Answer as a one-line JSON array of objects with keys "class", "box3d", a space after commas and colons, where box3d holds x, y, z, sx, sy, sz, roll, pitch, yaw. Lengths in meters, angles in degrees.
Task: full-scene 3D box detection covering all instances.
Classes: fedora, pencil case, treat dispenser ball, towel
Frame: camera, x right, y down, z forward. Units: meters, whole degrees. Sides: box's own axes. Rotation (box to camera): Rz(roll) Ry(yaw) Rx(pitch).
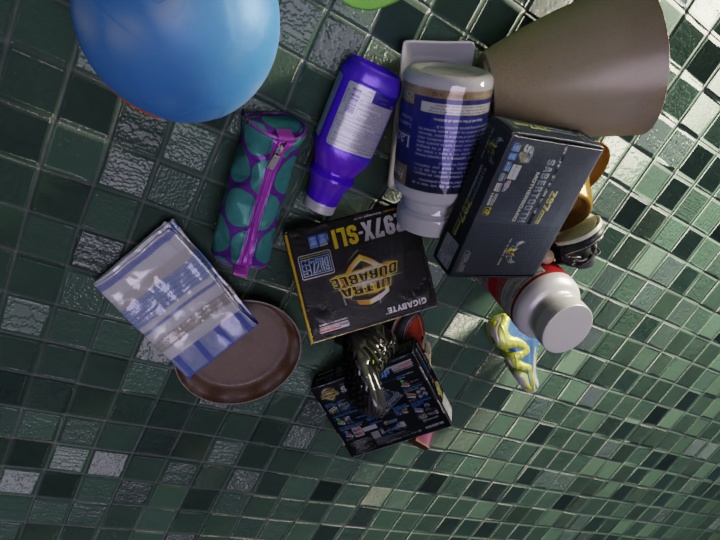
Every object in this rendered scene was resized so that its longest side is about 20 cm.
[{"class": "fedora", "box3d": [0.282, -0.109, 0.859, 0.195, 0.084, 0.201, -9, 158, -4]}, {"class": "pencil case", "box3d": [-0.134, -0.101, 0.756, 0.083, 0.093, 0.203, 8, 119, -24]}, {"class": "treat dispenser ball", "box3d": [-0.177, -0.250, 0.576, 0.196, 0.202, 0.205, -9, 124, -14]}, {"class": "towel", "box3d": [-0.255, 0.046, 0.821, 0.146, 0.024, 0.201, -35, 113, 5]}]

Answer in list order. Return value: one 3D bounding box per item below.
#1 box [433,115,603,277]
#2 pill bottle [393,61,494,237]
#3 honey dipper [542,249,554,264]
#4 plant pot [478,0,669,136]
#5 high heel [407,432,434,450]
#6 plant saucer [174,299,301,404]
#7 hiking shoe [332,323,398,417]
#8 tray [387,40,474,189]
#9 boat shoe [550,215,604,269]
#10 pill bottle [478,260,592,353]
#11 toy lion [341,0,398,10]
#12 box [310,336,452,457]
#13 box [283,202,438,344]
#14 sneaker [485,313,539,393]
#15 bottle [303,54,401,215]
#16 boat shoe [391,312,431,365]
[{"class": "box", "box3d": [0.197, -0.085, 0.747, 0.154, 0.051, 0.203, 0, 127, -30]}, {"class": "pill bottle", "box3d": [0.101, -0.155, 0.758, 0.113, 0.116, 0.205, -4, 118, -17]}, {"class": "honey dipper", "box3d": [0.207, -0.073, 0.860, 0.199, 0.038, 0.038, 39, 105, -10]}, {"class": "plant pot", "box3d": [0.260, -0.257, 0.765, 0.195, 0.189, 0.191, -9, 126, 4]}, {"class": "high heel", "box3d": [0.068, 0.246, 1.092, 0.199, 0.098, 0.067, 39, 147, -22]}, {"class": "plant saucer", "box3d": [-0.190, 0.123, 0.916, 0.195, 0.032, 0.204, -9, 124, -13]}, {"class": "hiking shoe", "box3d": [0.020, 0.126, 0.890, 0.098, 0.203, 0.077, -1, 138, -20]}, {"class": "tray", "box3d": [0.093, -0.213, 0.811, 0.105, 0.022, 0.204, -5, 123, -16]}, {"class": "boat shoe", "box3d": [0.335, -0.034, 0.905, 0.074, 0.199, 0.067, -33, 89, -4]}, {"class": "pill bottle", "box3d": [0.270, 0.031, 0.920, 0.109, 0.201, 0.115, -9, 125, -14]}, {"class": "toy lion", "box3d": [-0.021, -0.382, 0.643, 0.189, 0.069, 0.202, -27, 127, 7]}, {"class": "box", "box3d": [0.036, 0.218, 0.989, 0.196, 0.046, 0.161, -23, 111, 18]}, {"class": "box", "box3d": [0.000, 0.000, 0.850, 0.195, 0.049, 0.164, -15, 91, -10]}, {"class": "sneaker", "box3d": [0.312, 0.143, 1.085, 0.104, 0.076, 0.201, -35, 125, 4]}, {"class": "bottle", "box3d": [-0.019, -0.171, 0.769, 0.082, 0.066, 0.203, 14, 116, -25]}, {"class": "boat shoe", "box3d": [0.095, 0.150, 1.007, 0.070, 0.062, 0.204, -28, 131, -29]}]
